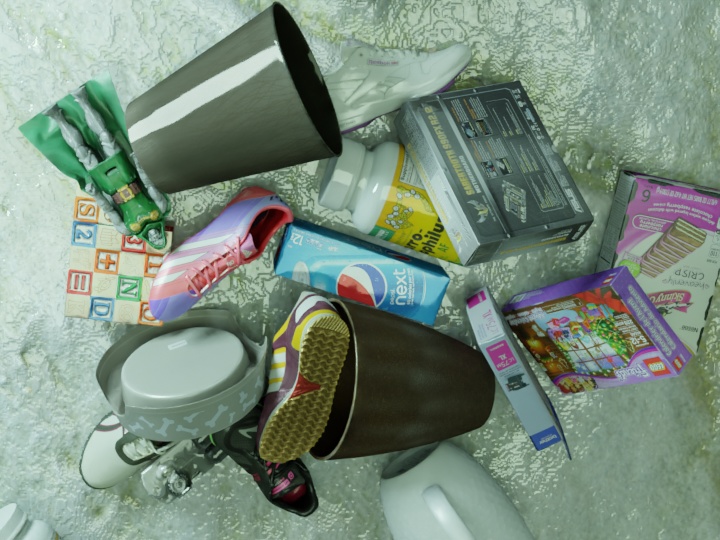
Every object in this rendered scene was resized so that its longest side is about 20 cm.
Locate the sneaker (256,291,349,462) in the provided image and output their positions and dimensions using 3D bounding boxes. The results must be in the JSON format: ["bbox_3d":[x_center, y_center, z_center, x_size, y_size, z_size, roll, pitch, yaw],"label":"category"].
[{"bbox_3d":[-0.071,0.122,1.537,0.075,0.090,0.200,15,110,-26],"label":"sneaker"}]

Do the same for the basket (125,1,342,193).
[{"bbox_3d":[-0.146,-0.174,1.484,0.200,0.136,0.180,-21,93,15],"label":"basket"}]

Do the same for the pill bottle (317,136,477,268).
[{"bbox_3d":[0.058,-0.084,1.561,0.200,0.113,0.113,19,100,-10],"label":"pill bottle"}]

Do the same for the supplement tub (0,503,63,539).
[{"bbox_3d":[-0.391,0.391,1.610,0.144,0.144,0.200,-40,103,4],"label":"supplement tub"}]

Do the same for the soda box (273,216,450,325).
[{"bbox_3d":[0.000,0.000,1.596,0.200,0.068,0.064,18,100,-9],"label":"soda box"}]

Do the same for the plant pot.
[{"bbox_3d":[0.050,0.135,1.590,0.200,0.187,0.187,6,102,-23],"label":"plant pot"}]

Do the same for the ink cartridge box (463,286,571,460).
[{"bbox_3d":[0.188,0.129,1.603,0.042,0.119,0.200,-29,114,9],"label":"ink cartridge box"}]

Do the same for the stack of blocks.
[{"bbox_3d":[-0.275,-0.043,1.567,0.115,0.059,0.200,6,102,-7],"label":"stack of blocks"}]

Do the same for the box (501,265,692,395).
[{"bbox_3d":[0.272,0.074,1.580,0.137,0.200,0.039,51,58,-13],"label":"box"}]

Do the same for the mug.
[{"bbox_3d":[0.110,0.301,1.608,0.148,0.200,0.175,-33,97,-2],"label":"mug"}]

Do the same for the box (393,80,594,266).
[{"bbox_3d":[0.149,-0.112,1.513,0.158,0.048,0.200,-14,65,-26],"label":"box"}]

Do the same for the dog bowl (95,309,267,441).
[{"bbox_3d":[-0.200,0.121,1.547,0.200,0.200,0.059,-11,119,-3],"label":"dog bowl"}]

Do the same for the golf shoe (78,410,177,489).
[{"bbox_3d":[-0.261,0.194,1.608,0.200,0.088,0.077,-41,104,6],"label":"golf shoe"}]

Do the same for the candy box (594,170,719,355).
[{"bbox_3d":[0.361,-0.009,1.631,0.136,0.061,0.200,10,102,-8],"label":"candy box"}]

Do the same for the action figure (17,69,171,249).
[{"bbox_3d":[-0.273,-0.107,1.498,0.118,0.055,0.200,-33,106,0],"label":"action figure"}]

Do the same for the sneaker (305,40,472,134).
[{"bbox_3d":[0.030,-0.229,1.544,0.200,0.075,0.100,-22,102,0],"label":"sneaker"}]

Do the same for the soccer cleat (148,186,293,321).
[{"bbox_3d":[-0.161,-0.016,1.544,0.200,0.076,0.067,-47,134,-16],"label":"soccer cleat"}]

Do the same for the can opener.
[{"bbox_3d":[-0.183,0.204,1.640,0.200,0.067,0.053,-41,104,-9],"label":"can opener"}]

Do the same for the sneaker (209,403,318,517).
[{"bbox_3d":[-0.105,0.224,1.598,0.077,0.084,0.200,-46,130,-6],"label":"sneaker"}]
